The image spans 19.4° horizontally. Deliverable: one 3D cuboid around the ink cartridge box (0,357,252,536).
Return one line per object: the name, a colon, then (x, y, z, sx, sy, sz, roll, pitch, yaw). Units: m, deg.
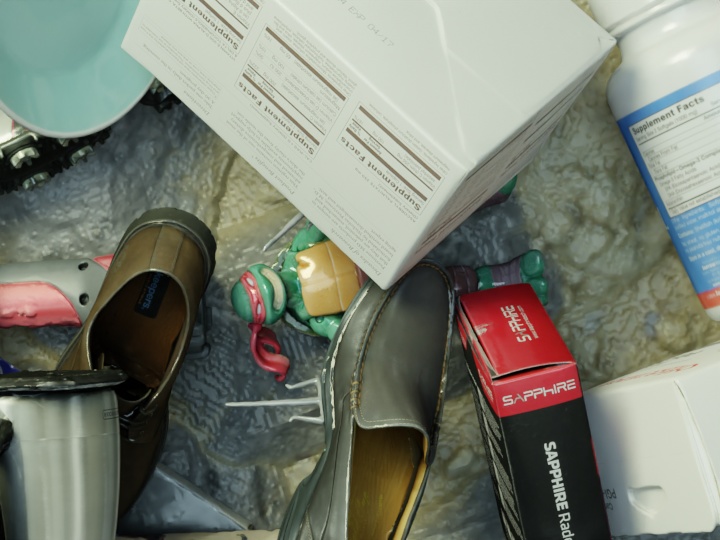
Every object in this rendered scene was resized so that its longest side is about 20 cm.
ink cartridge box: (-0.171, 0.135, 1.230, 0.200, 0.037, 0.095, 33, 90, 4)

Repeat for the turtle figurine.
turtle figurine: (0.000, 0.000, 1.198, 0.199, 0.101, 0.150, -17, 103, -15)

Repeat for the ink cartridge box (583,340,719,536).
ink cartridge box: (0.233, 0.071, 1.139, 0.199, 0.146, 0.083, -18, 88, -20)

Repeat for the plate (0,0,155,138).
plate: (-0.159, -0.171, 1.115, 0.026, 0.200, 0.201, 8, 88, 33)

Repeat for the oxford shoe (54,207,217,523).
oxford shoe: (-0.137, 0.068, 1.155, 0.072, 0.084, 0.201, 16, 113, -3)

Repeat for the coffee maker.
coffee maker: (-0.203, 0.154, 1.078, 0.192, 0.135, 0.201, -4, 88, 35)

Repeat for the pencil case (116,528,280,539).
pencil case: (-0.123, 0.186, 1.165, 0.199, 0.089, 0.078, -2, 108, 1)

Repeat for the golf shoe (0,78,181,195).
golf shoe: (-0.172, -0.112, 1.223, 0.200, 0.077, 0.088, -32, 81, -9)

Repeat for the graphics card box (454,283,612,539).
graphics card box: (0.101, 0.120, 1.147, 0.051, 0.126, 0.201, -13, 109, -3)

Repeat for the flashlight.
flashlight: (-0.187, 0.026, 1.217, 0.199, 0.068, 0.068, -5, 103, 1)

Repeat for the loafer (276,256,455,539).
loafer: (0.017, 0.085, 1.119, 0.073, 0.072, 0.201, 20, 77, -26)

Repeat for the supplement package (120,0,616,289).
supplement package: (0.004, -0.122, 1.131, 0.200, 0.111, 0.156, 43, 48, 8)

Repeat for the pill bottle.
pill bottle: (0.207, -0.082, 1.190, 0.112, 0.112, 0.201, -24, 87, 0)
